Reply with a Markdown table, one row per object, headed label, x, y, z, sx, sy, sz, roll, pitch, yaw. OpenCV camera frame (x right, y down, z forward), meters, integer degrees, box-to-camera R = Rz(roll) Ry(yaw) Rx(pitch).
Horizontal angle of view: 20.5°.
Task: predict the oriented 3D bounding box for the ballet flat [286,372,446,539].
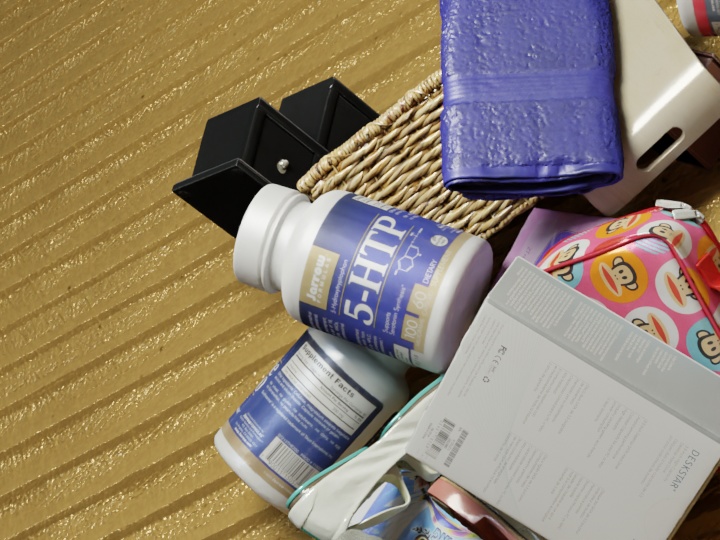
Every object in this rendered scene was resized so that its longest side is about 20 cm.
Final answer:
| label | x | y | z | sx | sy | sz | roll | pitch | yaw |
| --- | --- | --- | --- | --- | --- | --- | --- | --- | --- |
| ballet flat | 0.028 | 0.159 | 1.619 | 0.200 | 0.070 | 0.069 | -36 | 28 | -27 |

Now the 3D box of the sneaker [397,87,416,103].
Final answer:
| label | x | y | z | sx | sy | sz | roll | pitch | yaw |
| --- | --- | --- | --- | --- | --- | --- | --- | --- | --- |
| sneaker | 0.116 | -0.165 | 1.902 | 0.200 | 0.077 | 0.085 | -44 | 47 | 21 |

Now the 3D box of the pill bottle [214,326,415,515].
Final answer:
| label | x | y | z | sx | sy | sz | roll | pitch | yaw |
| --- | --- | --- | --- | --- | --- | --- | --- | --- | --- |
| pill bottle | -0.028 | 0.113 | 1.771 | 0.200 | 0.111 | 0.111 | -48 | 36 | 4 |

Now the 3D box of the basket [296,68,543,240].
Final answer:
| label | x | y | z | sx | sy | sz | roll | pitch | yaw |
| --- | --- | --- | --- | --- | --- | --- | --- | --- | --- |
| basket | 0.068 | -0.095 | 1.780 | 0.200 | 0.149 | 0.143 | -38 | 8 | 19 |

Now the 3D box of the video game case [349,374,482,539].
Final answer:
| label | x | y | z | sx | sy | sz | roll | pitch | yaw |
| --- | --- | --- | --- | --- | --- | --- | --- | --- | --- |
| video game case | 0.083 | 0.195 | 1.636 | 0.182 | 0.045 | 0.200 | -55 | 36 | -3 |

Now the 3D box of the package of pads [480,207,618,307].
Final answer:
| label | x | y | z | sx | sy | sz | roll | pitch | yaw |
| --- | --- | --- | --- | --- | --- | --- | --- | --- | --- |
| package of pads | 0.197 | 0.019 | 1.637 | 0.200 | 0.076 | 0.121 | 11 | 72 | 51 |

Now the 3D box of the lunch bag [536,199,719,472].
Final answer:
| label | x | y | z | sx | sy | sz | roll | pitch | yaw |
| --- | --- | --- | --- | --- | --- | --- | --- | --- | --- |
| lunch bag | 0.227 | 0.055 | 1.471 | 0.176 | 0.201 | 0.082 | -21 | 13 | 36 |

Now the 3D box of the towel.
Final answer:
| label | x | y | z | sx | sy | sz | roll | pitch | yaw |
| --- | --- | --- | --- | --- | --- | --- | --- | --- | --- |
| towel | 0.138 | -0.152 | 1.641 | 0.147 | 0.050 | 0.201 | -2 | 64 | 2 |

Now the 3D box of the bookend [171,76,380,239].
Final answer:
| label | x | y | z | sx | sy | sz | roll | pitch | yaw |
| --- | --- | --- | --- | --- | --- | --- | --- | --- | --- |
| bookend | -0.062 | -0.116 | 1.931 | 0.092 | 0.199 | 0.201 | -19 | 46 | 40 |

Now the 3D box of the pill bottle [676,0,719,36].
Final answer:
| label | x | y | z | sx | sy | sz | roll | pitch | yaw |
| --- | --- | --- | --- | --- | --- | --- | --- | --- | --- |
| pill bottle | 0.363 | -0.255 | 1.621 | 0.199 | 0.120 | 0.120 | -1 | 56 | 21 |

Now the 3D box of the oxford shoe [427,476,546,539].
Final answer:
| label | x | y | z | sx | sy | sz | roll | pitch | yaw |
| --- | --- | --- | --- | --- | --- | --- | --- | --- | --- |
| oxford shoe | 0.146 | 0.191 | 1.507 | 0.200 | 0.070 | 0.075 | 31 | 78 | 26 |

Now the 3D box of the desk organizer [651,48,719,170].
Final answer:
| label | x | y | z | sx | sy | sz | roll | pitch | yaw |
| --- | --- | --- | --- | --- | --- | --- | --- | --- | --- |
| desk organizer | 0.242 | -0.155 | 1.742 | 0.200 | 0.072 | 0.077 | 24 | 81 | 54 |

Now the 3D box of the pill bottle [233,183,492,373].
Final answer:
| label | x | y | z | sx | sy | sz | roll | pitch | yaw |
| --- | --- | --- | --- | --- | --- | --- | --- | --- | --- |
| pill bottle | 0.000 | 0.000 | 1.678 | 0.199 | 0.120 | 0.120 | 19 | 71 | 17 |

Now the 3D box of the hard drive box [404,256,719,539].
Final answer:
| label | x | y | z | sx | sy | sz | roll | pitch | yaw |
| --- | --- | --- | --- | --- | --- | --- | --- | --- | --- |
| hard drive box | 0.156 | 0.112 | 1.441 | 0.077 | 0.199 | 0.156 | -47 | -14 | -56 |

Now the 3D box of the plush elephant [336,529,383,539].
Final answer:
| label | x | y | z | sx | sy | sz | roll | pitch | yaw |
| --- | --- | --- | --- | --- | --- | --- | --- | --- | --- |
| plush elephant | -0.023 | 0.300 | 1.547 | 0.199 | 0.155 | 0.165 | -13 | 27 | 32 |

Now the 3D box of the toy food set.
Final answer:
| label | x | y | z | sx | sy | sz | roll | pitch | yaw |
| --- | --- | --- | --- | --- | --- | --- | --- | --- | --- |
| toy food set | 0.216 | -0.160 | 1.679 | 0.143 | 0.060 | 0.200 | -43 | 47 | 18 |
